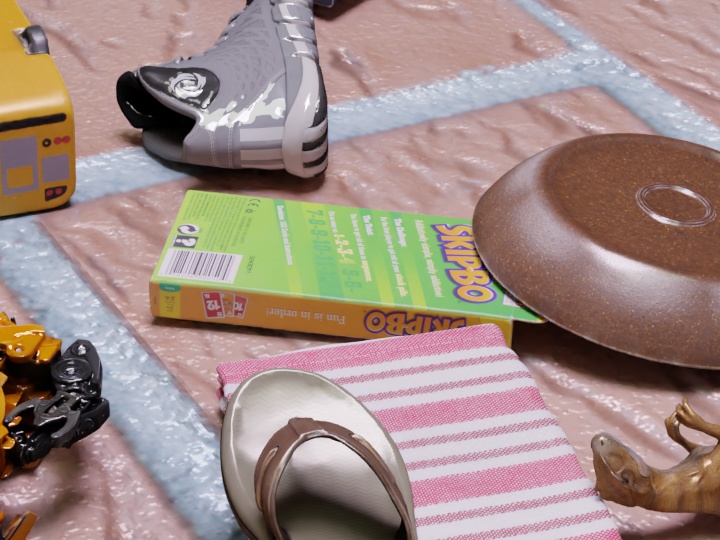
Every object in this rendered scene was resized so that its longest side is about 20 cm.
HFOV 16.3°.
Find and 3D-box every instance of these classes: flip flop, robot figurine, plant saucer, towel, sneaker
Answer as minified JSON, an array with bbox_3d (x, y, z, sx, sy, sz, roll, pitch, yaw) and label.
[{"bbox_3d":[-0.014,0.101,1.037,0.081,0.058,0.200,-1,34,-6],"label":"flip flop"},{"bbox_3d":[-0.195,0.083,1.103,0.145,0.058,0.200,10,33,14],"label":"robot figurine"},{"bbox_3d":[0.157,-0.020,1.286,0.200,0.037,0.201,8,31,-5],"label":"plant saucer"},{"bbox_3d":[0.025,0.094,1.129,0.146,0.030,0.200,-8,35,-14],"label":"towel"},{"bbox_3d":[-0.083,-0.120,1.434,0.115,0.075,0.200,-4,32,-5],"label":"sneaker"}]

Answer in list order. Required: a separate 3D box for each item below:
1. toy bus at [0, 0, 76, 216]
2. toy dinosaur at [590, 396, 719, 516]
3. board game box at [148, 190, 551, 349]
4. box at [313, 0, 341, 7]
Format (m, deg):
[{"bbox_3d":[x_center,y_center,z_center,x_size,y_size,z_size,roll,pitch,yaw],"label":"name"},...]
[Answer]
[{"bbox_3d":[-0.216,-0.112,1.407,0.065,0.078,0.200,-12,33,-19],"label":"toy bus"},{"bbox_3d":[0.199,0.094,1.125,0.199,0.061,0.106,6,48,0],"label":"toy dinosaur"},{"bbox_3d":[0.000,0.000,1.280,0.199,0.030,0.096,4,31,7],"label":"board game box"},{"bbox_3d":[-0.044,-0.276,1.644,0.200,0.124,0.198,19,34,30],"label":"box"}]
